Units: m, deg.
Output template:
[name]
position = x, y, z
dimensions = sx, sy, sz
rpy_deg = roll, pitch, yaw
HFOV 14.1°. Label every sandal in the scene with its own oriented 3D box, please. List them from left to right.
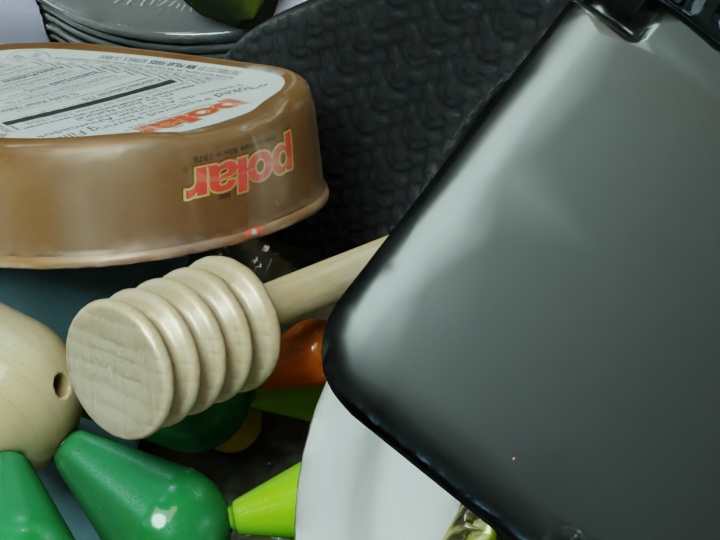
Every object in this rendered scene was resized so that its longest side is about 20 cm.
[sandal]
position = 0.022, -0.068, 0.847
dimensions = 0.075, 0.200, 0.045
rpy_deg = 53, 45, 3

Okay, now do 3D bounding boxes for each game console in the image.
[game console]
position = 0.122, 0.010, 0.683
dimensions = 0.200, 0.117, 0.176
rpy_deg = 39, 33, 4

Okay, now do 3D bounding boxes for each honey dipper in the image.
[honey dipper]
position = 0.000, 0.000, 0.810
dimensions = 0.038, 0.038, 0.199
rpy_deg = 35, 35, 27

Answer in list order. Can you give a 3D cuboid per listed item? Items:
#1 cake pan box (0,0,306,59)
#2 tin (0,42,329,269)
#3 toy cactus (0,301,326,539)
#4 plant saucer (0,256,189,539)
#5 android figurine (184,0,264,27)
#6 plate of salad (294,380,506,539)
[cake pan box]
position = -0.042, -0.142, 0.970
dimensions = 0.183, 0.052, 0.201
rpy_deg = 8, 57, 15
[tin]
position = -0.094, -0.036, 0.845
dimensions = 0.112, 0.042, 0.199
rpy_deg = -22, 21, -37
[toy cactus]
position = -0.069, 0.059, 0.794
dimensions = 0.165, 0.102, 0.200
rpy_deg = 36, 50, 7
[plant saucer]
position = -0.101, 0.069, 0.848
dimensions = 0.069, 0.019, 0.201
rpy_deg = 6, 55, 11
[android figurine]
position = -0.029, -0.168, 0.932
dimensions = 0.181, 0.041, 0.201
rpy_deg = 17, 59, 18
[plate of salad]
position = 0.082, 0.070, 0.737
dimensions = 0.198, 0.202, 0.048
rpy_deg = -5, 11, 3
